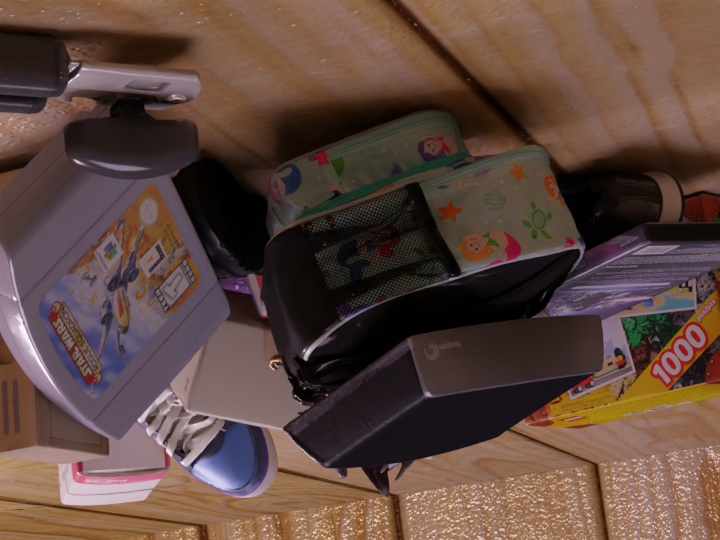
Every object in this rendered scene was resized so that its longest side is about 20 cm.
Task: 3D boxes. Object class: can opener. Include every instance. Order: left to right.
[{"bbox_3d":[-0.173,-0.086,1.016,0.200,0.067,0.053,1,165,-32],"label":"can opener"}]

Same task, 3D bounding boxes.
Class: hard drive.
[{"bbox_3d":[0.061,0.077,1.240,0.135,0.042,0.200,-37,159,35],"label":"hard drive"}]

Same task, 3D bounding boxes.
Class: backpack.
[{"bbox_3d":[0.036,-0.014,1.245,0.200,0.151,0.178,-16,167,-7],"label":"backpack"}]

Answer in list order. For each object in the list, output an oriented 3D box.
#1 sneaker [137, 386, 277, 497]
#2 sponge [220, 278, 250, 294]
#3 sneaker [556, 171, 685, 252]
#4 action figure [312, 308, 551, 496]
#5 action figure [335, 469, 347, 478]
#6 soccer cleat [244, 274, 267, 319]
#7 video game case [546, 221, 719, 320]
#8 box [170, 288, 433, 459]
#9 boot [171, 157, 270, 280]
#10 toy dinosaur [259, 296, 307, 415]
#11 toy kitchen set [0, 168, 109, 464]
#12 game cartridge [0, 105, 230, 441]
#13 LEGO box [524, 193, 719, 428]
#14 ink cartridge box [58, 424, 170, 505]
[{"bbox_3d":[-0.164,0.104,1.532,0.081,0.200,0.146,-45,165,17],"label":"sneaker"},{"bbox_3d":[-0.108,0.000,1.518,0.200,0.030,0.112,0,166,-29],"label":"sponge"},{"bbox_3d":[0.138,-0.029,1.454,0.090,0.067,0.200,9,156,-42],"label":"sneaker"},{"bbox_3d":[0.062,0.063,1.397,0.200,0.069,0.130,-43,120,11],"label":"action figure"},{"bbox_3d":[-0.075,0.081,1.617,0.193,0.105,0.200,31,-163,30],"label":"action figure"},{"bbox_3d":[0.000,0.000,1.469,0.200,0.077,0.067,2,164,-34],"label":"soccer cleat"},{"bbox_3d":[0.190,0.006,1.457,0.143,0.019,0.200,-2,163,-40],"label":"video game case"},{"bbox_3d":[-0.038,0.075,1.474,0.200,0.078,0.095,13,-168,-21],"label":"box"},{"bbox_3d":[-0.150,-0.007,1.320,0.168,0.076,0.200,-19,172,8],"label":"boot"},{"bbox_3d":[-0.004,0.063,1.335,0.200,0.106,0.060,23,-168,27],"label":"toy dinosaur"},{"bbox_3d":[-0.289,0.035,1.231,0.200,0.181,0.163,-12,166,26],"label":"toy kitchen set"},{"bbox_3d":[-0.152,0.009,1.162,0.042,0.133,0.200,20,150,31],"label":"game cartridge"},{"bbox_3d":[0.224,0.037,1.593,0.200,0.149,0.077,-18,163,39],"label":"LEGO box"},{"bbox_3d":[-0.223,0.124,1.737,0.083,0.147,0.200,-3,166,-14],"label":"ink cartridge box"}]
